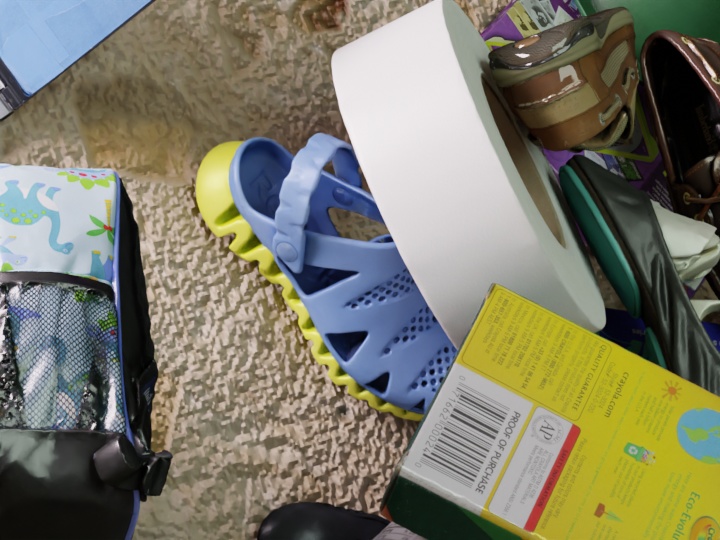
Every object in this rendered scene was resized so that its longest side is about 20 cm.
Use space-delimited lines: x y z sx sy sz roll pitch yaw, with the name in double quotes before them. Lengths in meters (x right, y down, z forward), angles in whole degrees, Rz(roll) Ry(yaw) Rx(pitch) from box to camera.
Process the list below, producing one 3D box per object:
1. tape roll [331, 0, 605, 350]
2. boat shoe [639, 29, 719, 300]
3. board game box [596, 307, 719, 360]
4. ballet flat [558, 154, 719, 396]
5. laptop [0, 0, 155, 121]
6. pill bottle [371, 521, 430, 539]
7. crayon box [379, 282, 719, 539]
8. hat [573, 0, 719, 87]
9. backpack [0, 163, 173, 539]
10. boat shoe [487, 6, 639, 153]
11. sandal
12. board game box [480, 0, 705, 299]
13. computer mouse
"tape roll" 0.060 -0.044 1.555 0.203 0.070 0.203 60 11 -20
"boat shoe" 0.207 -0.049 1.647 0.070 0.070 0.201 25 38 -49
"board game box" 0.182 0.121 1.602 0.151 0.045 0.201 8 56 -6
"ballet flat" 0.176 0.019 1.594 0.068 0.068 0.201 -20 75 -6
"laptop" -0.226 -0.165 1.452 0.200 0.116 0.188 -38 92 -40
"pill bottle" 0.035 0.187 1.453 0.200 0.113 0.114 -39 94 -29
"crayon box" 0.125 0.108 1.425 0.199 0.051 0.127 27 57 4
"hat" 0.231 -0.210 1.731 0.199 0.176 0.167 15 52 -38
"backpack" -0.171 0.051 1.352 0.146 0.183 0.201 5 55 -10
"boat shoe" 0.121 -0.102 1.624 0.074 0.075 0.200 69 19 -2
"sandal" 0.000 0.000 1.554 0.200 0.087 0.080 45 49 -12
"board game box" 0.148 -0.078 1.730 0.200 0.032 0.120 48 47 -6
"computer mouse" 0.033 0.162 1.535 0.199 0.034 0.059 14 61 -30
